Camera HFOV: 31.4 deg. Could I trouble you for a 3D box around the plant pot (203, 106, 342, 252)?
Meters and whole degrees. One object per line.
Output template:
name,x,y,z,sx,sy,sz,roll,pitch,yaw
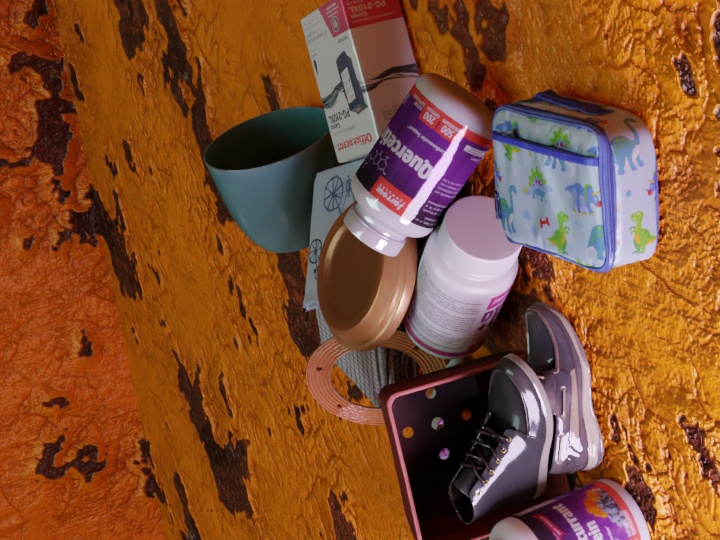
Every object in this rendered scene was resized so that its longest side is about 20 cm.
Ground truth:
plant pot,-0.111,-0.125,1.883,0.200,0.200,0.162,34,147,56

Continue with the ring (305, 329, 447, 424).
ring,0.023,0.144,1.775,0.019,0.199,0.201,-89,4,-47

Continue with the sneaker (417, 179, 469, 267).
sneaker,0.091,-0.075,1.617,0.090,0.067,0.201,-118,25,-43

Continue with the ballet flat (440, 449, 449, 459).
ballet flat,0.122,0.311,1.792,0.069,0.071,0.201,38,138,55

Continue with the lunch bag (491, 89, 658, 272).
lunch bag,0.212,-0.095,1.301,0.200,0.082,0.162,30,129,57

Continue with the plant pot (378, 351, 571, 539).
plant pot,0.121,0.208,1.589,0.176,0.199,0.201,-162,58,-74

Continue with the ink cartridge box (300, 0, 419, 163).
ink cartridge box,0.007,-0.249,1.651,0.145,0.084,0.201,-7,98,67

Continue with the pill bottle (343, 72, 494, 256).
pill bottle,0.065,-0.118,1.471,0.201,0.112,0.113,-56,45,17

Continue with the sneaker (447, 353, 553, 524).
sneaker,0.152,0.194,1.420,0.075,0.106,0.201,34,140,49

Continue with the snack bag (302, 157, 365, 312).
snack bag,-0.016,-0.048,1.696,0.188,0.021,0.201,-9,73,57

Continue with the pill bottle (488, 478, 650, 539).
pill bottle,0.212,0.316,1.423,0.111,0.199,0.112,46,146,46

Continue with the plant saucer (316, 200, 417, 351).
plant saucer,0.000,0.000,1.600,0.200,0.037,0.202,-21,64,53

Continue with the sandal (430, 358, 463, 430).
sandal,0.112,0.204,1.742,0.083,0.049,0.204,-77,6,-63

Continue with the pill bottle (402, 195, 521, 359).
pill bottle,0.123,0.009,1.529,0.114,0.113,0.200,60,154,27

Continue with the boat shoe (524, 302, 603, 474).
boat shoe,0.218,0.138,1.452,0.074,0.073,0.201,-11,95,67

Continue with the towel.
towel,0.014,0.086,1.852,0.166,0.085,0.201,44,154,36
